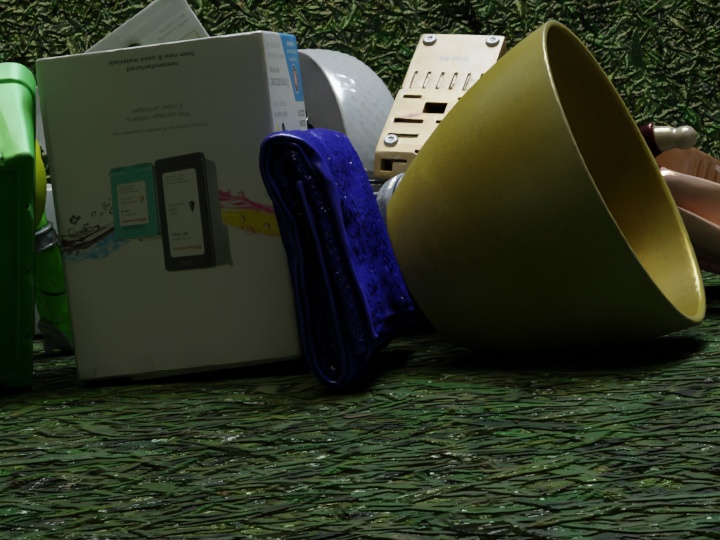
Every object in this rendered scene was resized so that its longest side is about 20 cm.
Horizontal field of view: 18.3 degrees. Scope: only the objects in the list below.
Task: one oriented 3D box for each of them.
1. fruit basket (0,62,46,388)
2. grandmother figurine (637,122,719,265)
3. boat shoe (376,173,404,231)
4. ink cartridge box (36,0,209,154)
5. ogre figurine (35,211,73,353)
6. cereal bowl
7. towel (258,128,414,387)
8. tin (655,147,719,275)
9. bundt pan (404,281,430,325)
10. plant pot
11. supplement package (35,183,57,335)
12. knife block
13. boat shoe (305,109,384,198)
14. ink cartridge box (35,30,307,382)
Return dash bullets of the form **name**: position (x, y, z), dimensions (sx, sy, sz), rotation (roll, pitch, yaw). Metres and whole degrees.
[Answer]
- **fruit basket**: position (-0.263, -0.039, 1.413), dimensions (0.154, 0.218, 0.215), rotation (-6, 5, -21)
- **grandmother figurine**: position (0.195, -0.049, 1.515), dimensions (0.199, 0.122, 0.061), rotation (19, 30, 2)
- **boat shoe**: position (0.100, -0.017, 1.492), dimensions (0.199, 0.073, 0.062), rotation (18, -22, -37)
- **ink cartridge box**: position (-0.143, -0.087, 1.705), dimensions (0.162, 0.201, 0.050), rotation (-34, -2, 9)
- **ogre figurine**: position (-0.168, -0.009, 1.593), dimensions (0.097, 0.121, 0.200), rotation (3, 9, 25)
- **cereal bowl**: position (-0.012, -0.076, 1.781), dimensions (0.083, 0.202, 0.200), rotation (-3, 4, -25)
- **towel**: position (-0.010, -0.014, 1.342), dimensions (0.049, 0.149, 0.200), rotation (-13, 3, 7)
- **tin**: position (0.240, -0.046, 1.615), dimensions (0.199, 0.042, 0.112), rotation (25, -16, -27)
- **bundt pan**: position (0.000, 0.000, 1.583), dimensions (0.200, 0.076, 0.202), rotation (-5, 4, 0)
- **plant pot**: position (0.101, -0.029, 1.356), dimensions (0.141, 0.201, 0.200), rotation (-27, -3, 19)
- **supplement package**: position (-0.320, -0.002, 1.691), dimensions (0.198, 0.111, 0.114), rotation (-6, 5, -17)
- **knife block**: position (0.074, -0.072, 1.608), dimensions (0.063, 0.176, 0.201), rotation (3, 42, 17)
- **boat shoe**: position (-0.064, -0.087, 1.572), dimensions (0.199, 0.067, 0.070), rotation (18, 17, 24)
- **ink cartridge box**: position (-0.108, -0.042, 1.421), dimensions (0.145, 0.202, 0.147), rotation (-6, 5, 7)
